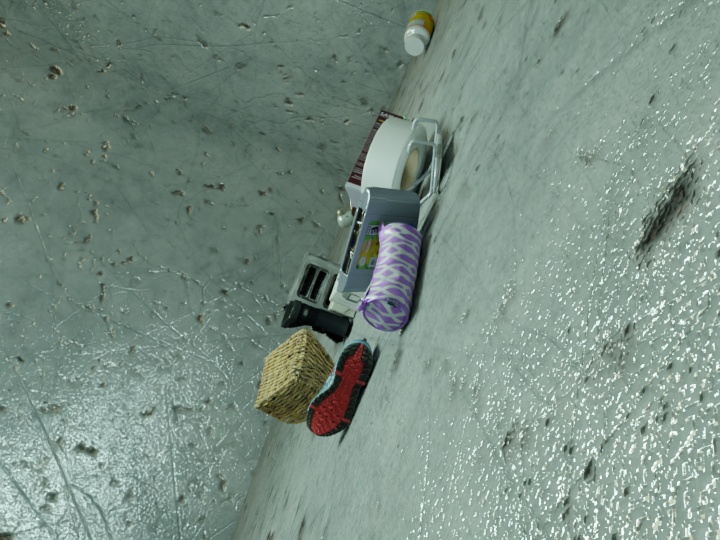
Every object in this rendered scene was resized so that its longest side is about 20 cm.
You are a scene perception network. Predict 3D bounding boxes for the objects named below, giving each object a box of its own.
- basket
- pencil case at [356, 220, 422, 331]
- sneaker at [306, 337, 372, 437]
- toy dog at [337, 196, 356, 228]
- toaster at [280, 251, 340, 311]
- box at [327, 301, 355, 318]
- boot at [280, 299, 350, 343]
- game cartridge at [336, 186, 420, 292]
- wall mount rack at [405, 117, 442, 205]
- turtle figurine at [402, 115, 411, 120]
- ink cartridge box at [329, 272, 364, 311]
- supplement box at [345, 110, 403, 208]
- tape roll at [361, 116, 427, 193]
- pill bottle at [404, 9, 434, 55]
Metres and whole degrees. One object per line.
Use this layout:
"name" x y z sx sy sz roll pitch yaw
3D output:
"basket" -0.142 0.260 1.504 0.200 0.142 0.150 -40 30 38
"pencil case" 0.051 0.008 1.034 0.201 0.084 0.084 -73 3 -46
"sneaker" -0.030 0.217 1.159 0.201 0.079 0.096 -59 -2 10
"toy dog" 0.013 -0.194 1.667 0.200 0.096 0.132 -42 31 0
"toaster" -0.112 0.059 1.829 0.119 0.179 0.202 152 140 -78
"box" -0.020 0.023 1.673 0.082 0.068 0.202 146 144 -80
"boot" -0.119 0.141 1.666 0.200 0.166 0.077 148 144 -71
"game cartridge" 0.038 -0.052 1.145 0.040 0.132 0.202 39 121 43
"wall mount rack" 0.116 -0.190 1.207 0.201 0.073 0.176 -76 -9 -56
"turtle figurine" 0.108 -0.451 2.074 0.200 0.100 0.151 115 175 -82
"ink cartridge box" 0.000 0.000 1.502 0.200 0.083 0.147 129 161 -71
"supplement box" 0.039 -0.244 1.410 0.109 0.060 0.202 64 -132 -69
"tape roll" 0.074 -0.217 1.328 0.204 0.070 0.203 90 -154 -49
"pill bottle" 0.244 -0.996 2.628 0.111 0.110 0.202 120 170 -52
